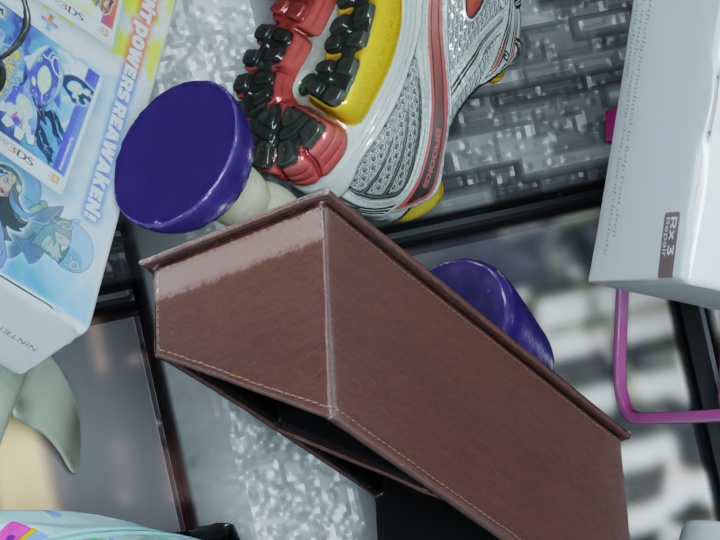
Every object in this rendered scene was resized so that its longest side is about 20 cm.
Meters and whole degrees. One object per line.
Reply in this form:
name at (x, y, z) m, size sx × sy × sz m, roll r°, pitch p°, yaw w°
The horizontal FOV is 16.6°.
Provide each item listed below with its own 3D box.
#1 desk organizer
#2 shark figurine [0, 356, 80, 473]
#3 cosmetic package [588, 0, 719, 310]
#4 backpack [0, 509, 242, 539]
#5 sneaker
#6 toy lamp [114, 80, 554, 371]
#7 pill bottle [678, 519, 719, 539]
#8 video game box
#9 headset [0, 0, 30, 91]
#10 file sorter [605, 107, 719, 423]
desk organizer at (0.016, 0.059, 0.808) m, size 0.200 × 0.071 × 0.077 m, roll 38°, pitch 40°, yaw -47°
shark figurine at (-0.164, 0.058, 0.808) m, size 0.215 × 0.089 × 0.128 m, roll -67°, pitch 149°, yaw -46°
cosmetic package at (0.183, -0.031, 0.786) m, size 0.199 × 0.081 × 0.113 m, roll 13°, pitch 86°, yaw -15°
backpack at (-0.068, 0.149, 0.780) m, size 0.200 × 0.126 × 0.168 m, roll 34°, pitch 69°, yaw -46°
sneaker at (0.021, -0.110, 0.900) m, size 0.082 × 0.078 × 0.201 m, roll 35°, pitch 70°, yaw -39°
toy lamp at (0.000, 0.000, 0.841) m, size 0.200 × 0.058 × 0.058 m, roll 36°, pitch 73°, yaw -45°
pill bottle at (0.133, 0.196, 0.873) m, size 0.119 × 0.120 × 0.201 m, roll 17°, pitch 80°, yaw -15°
video game box at (-0.148, -0.094, 0.788) m, size 0.182 × 0.047 × 0.201 m, roll 32°, pitch 47°, yaw -24°
headset at (-0.165, -0.119, 0.716) m, size 0.123 × 0.094 × 0.200 m, roll -23°, pitch 67°, yaw -41°
file sorter at (0.204, 0.003, 0.902) m, size 0.199 × 0.139 × 0.126 m, roll 5°, pitch 85°, yaw -16°
